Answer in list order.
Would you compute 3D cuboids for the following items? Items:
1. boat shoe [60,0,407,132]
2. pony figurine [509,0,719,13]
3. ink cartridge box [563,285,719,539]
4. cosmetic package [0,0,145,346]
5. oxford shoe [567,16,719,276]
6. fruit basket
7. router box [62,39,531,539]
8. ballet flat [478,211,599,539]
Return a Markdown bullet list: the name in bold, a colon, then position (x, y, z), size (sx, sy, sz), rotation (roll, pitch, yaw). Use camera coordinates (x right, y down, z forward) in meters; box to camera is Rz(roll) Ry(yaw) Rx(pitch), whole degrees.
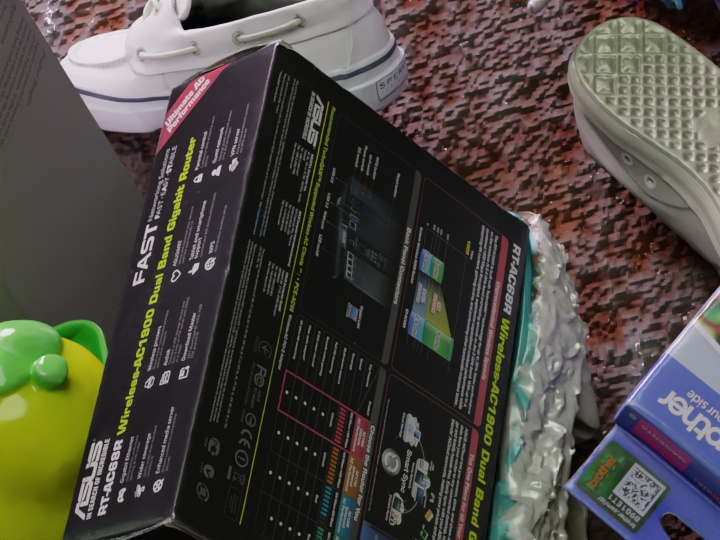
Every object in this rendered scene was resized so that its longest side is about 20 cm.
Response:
- **boat shoe**: position (-0.067, -0.111, 1.039), size (0.200, 0.067, 0.074), rotation (0, 32, 33)
- **pony figurine**: position (0.144, -0.188, 0.968), size (0.200, 0.167, 0.193), rotation (-10, 46, 7)
- **ink cartridge box**: position (0.185, 0.042, 0.848), size (0.119, 0.042, 0.200), rotation (40, 78, 9)
- **cosmetic package**: position (-0.166, -0.030, 0.958), size (0.085, 0.200, 0.108), rotation (3, 55, 21)
- **oxford shoe**: position (0.162, -0.026, 0.926), size (0.075, 0.058, 0.200), rotation (-37, 66, -17)
- **fruit basket**: position (-0.139, 0.105, 0.853), size (0.155, 0.216, 0.216), rotation (-23, 52, 6)
- **router box**: position (-0.016, 0.038, 0.822), size (0.062, 0.150, 0.200), rotation (-18, 50, 41)
- **ballet flat**: position (0.063, 0.074, 0.889), size (0.072, 0.072, 0.200), rotation (-2, 58, 20)
